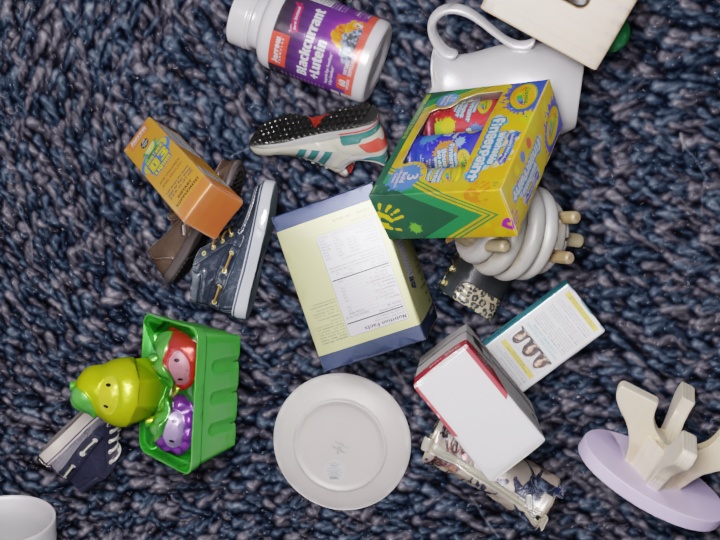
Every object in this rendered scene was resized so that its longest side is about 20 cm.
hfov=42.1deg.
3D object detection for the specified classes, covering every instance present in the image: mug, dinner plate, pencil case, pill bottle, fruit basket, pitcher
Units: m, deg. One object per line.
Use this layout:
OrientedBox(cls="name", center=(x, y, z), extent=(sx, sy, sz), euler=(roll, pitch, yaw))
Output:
OrientedBox(cls="mug", center=(-0.538, 0.436, 1.379), extent=(0.200, 0.147, 0.176), euler=(15, 108, 37))
OrientedBox(cls="dinner plate", center=(-0.028, 0.246, 1.331), extent=(0.199, 0.024, 0.201), euler=(1, 97, 9))
OrientedBox(cls="pencil case", center=(0.175, 0.270, 1.269), extent=(0.200, 0.089, 0.078), euler=(30, 100, 5))
OrientedBox(cls="pill bottle", center=(-0.069, -0.305, 1.230), extent=(0.199, 0.111, 0.112), euler=(21, 99, 6))
OrientedBox(cls="fruit basket", center=(-0.278, 0.164, 1.270), extent=(0.155, 0.215, 0.216), euler=(11, 100, 45))
OrientedBox(cls="pitcher", center=(0.179, -0.250, 1.179), extent=(0.199, 0.121, 0.172), euler=(9, 139, 11))

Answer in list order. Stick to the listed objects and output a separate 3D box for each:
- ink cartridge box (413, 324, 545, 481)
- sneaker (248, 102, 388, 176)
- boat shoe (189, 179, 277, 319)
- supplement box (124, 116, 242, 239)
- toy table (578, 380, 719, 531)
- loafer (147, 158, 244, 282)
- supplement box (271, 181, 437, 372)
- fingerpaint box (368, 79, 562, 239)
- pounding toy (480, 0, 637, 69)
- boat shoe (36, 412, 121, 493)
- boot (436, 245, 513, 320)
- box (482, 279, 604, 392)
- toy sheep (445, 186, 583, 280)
OrientedBox(cls="ink cartridge box", center=(0.144, 0.154, 1.155), extent=(0.083, 0.200, 0.147), euler=(-39, 90, 7))
OrientedBox(cls="sneaker", center=(-0.055, -0.162, 1.264), extent=(0.199, 0.070, 0.094), euler=(-6, 130, 25))
OrientedBox(cls="boat shoe", center=(-0.177, -0.036, 1.296), extent=(0.091, 0.071, 0.201), euler=(16, 100, 2))
OrientedBox(cls="supplement box", center=(-0.239, -0.126, 1.246), extent=(0.067, 0.069, 0.200), euler=(-52, 48, 7))
OrientedBox(cls="toy table", center=(0.396, 0.231, 1.200), extent=(0.199, 0.184, 0.117), euler=(22, 116, -3))
OrientedBox(cls="loafer", center=(-0.234, -0.078, 1.299), extent=(0.071, 0.073, 0.200), euler=(36, 99, 4))
OrientedBox(cls="supplement box", center=(0.000, 0.000, 1.209), extent=(0.134, 0.200, 0.200), euler=(-18, 93, 11))
OrientedBox(cls="fingerpaint box", center=(0.126, -0.131, 1.091), extent=(0.166, 0.200, 0.073), euler=(1, 135, 33))
OrientedBox(cls="pounding toy", center=(0.278, -0.343, 1.152), extent=(0.200, 0.184, 0.142), euler=(29, 112, 4))
OrientedBox(cls="boat shoe", center=(-0.370, 0.235, 1.364), extent=(0.200, 0.075, 0.093), euler=(-42, 102, 13))
OrientedBox(cls="boot", center=(0.135, -0.044, 1.244), extent=(0.203, 0.073, 0.154), euler=(32, 95, 0))
OrientedBox(cls="box", center=(0.223, 0.106, 1.263), extent=(0.200, 0.049, 0.082), euler=(-38, 89, 11))
OrientedBox(cls="toy sheep", center=(0.191, -0.048, 1.144), extent=(0.199, 0.138, 0.138), euler=(14, 99, -23))
